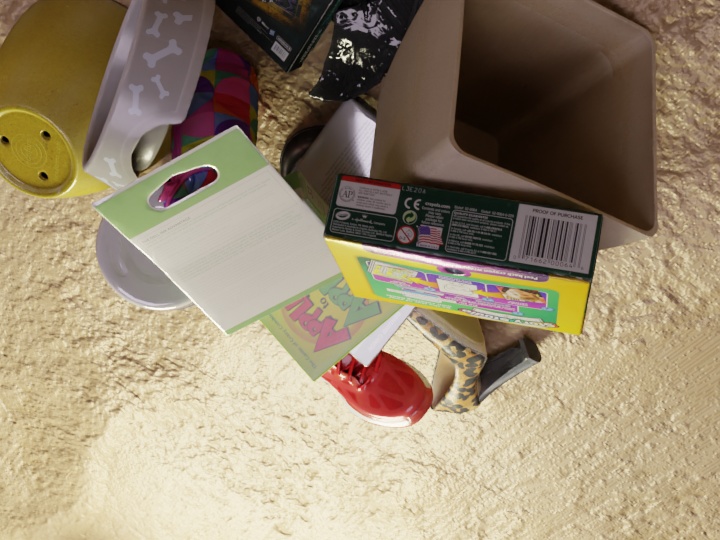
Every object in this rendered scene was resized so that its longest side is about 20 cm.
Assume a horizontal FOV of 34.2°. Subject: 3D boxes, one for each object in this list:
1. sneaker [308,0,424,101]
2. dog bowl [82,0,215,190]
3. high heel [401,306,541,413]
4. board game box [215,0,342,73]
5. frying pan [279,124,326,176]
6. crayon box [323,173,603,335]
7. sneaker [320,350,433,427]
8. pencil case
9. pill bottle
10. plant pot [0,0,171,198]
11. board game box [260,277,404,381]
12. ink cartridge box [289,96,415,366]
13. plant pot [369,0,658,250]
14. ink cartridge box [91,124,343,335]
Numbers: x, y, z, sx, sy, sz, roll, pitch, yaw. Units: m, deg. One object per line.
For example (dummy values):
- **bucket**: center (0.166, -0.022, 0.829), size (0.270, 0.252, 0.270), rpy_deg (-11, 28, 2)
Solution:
- **sneaker**: center (0.016, -0.231, 1.023), size (0.104, 0.060, 0.200), rpy_deg (13, 132, 6)
- **dog bowl**: center (-0.187, -0.161, 1.013), size (0.059, 0.200, 0.200), rpy_deg (17, 133, -20)
- **high heel**: center (0.073, 0.091, 1.206), size (0.200, 0.072, 0.142), rpy_deg (28, 130, -35)
- **board game box**: center (-0.097, -0.288, 1.011), size (0.200, 0.028, 0.135), rpy_deg (45, 130, 6)
- **frying pan**: center (-0.010, -0.062, 1.185), size (0.115, 0.031, 0.190), rpy_deg (-21, 113, 34)
- **crayon box**: center (0.084, -0.009, 0.927), size (0.199, 0.058, 0.173), rpy_deg (10, 167, 11)
- **sneaker**: center (-0.024, 0.091, 1.206), size (0.200, 0.078, 0.116), rpy_deg (22, 167, 38)
- **pencil case**: center (-0.136, -0.120, 1.073), size (0.088, 0.200, 0.089), rpy_deg (-2, 132, -2)
- **pill bottle**: center (-0.190, -0.020, 1.167), size (0.119, 0.200, 0.120), rpy_deg (0, 89, -4)
- **plant pot**: center (-0.289, -0.151, 1.148), size (0.199, 0.142, 0.200), rpy_deg (10, 128, 13)
- **board game box**: center (0.000, 0.000, 1.086), size (0.200, 0.048, 0.102), rpy_deg (-41, 92, 15)
- **ink cartridge box**: center (0.000, -0.038, 1.124), size (0.173, 0.044, 0.200), rpy_deg (38, 105, 0)
- **plant pot**: center (0.110, -0.114, 0.972), size (0.200, 0.200, 0.177), rpy_deg (21, 150, -26)
- **ink cartridge box**: center (-0.110, -0.040, 0.992), size (0.145, 0.048, 0.200), rpy_deg (-26, 133, 15)
